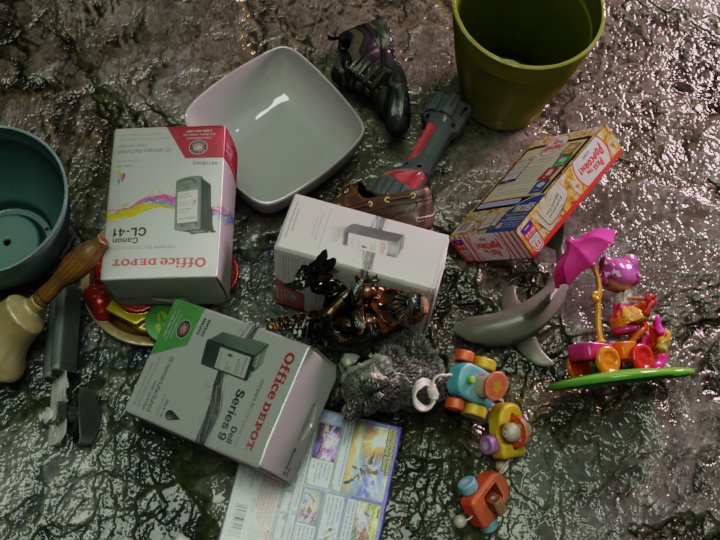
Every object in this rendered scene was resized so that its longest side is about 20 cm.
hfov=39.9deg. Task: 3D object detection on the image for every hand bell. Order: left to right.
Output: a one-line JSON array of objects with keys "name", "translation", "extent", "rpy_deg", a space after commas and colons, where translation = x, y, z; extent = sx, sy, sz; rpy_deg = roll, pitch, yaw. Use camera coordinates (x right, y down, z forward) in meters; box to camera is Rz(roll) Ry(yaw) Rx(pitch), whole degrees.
[{"name": "hand bell", "translation": [-0.368, 0.029, 1.159], "extent": [0.199, 0.104, 0.105], "rpy_deg": [-39, 69, 12]}]

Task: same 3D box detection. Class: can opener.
[{"name": "can opener", "translation": [-0.354, 0.117, 1.202], "extent": [0.066, 0.052, 0.203], "rpy_deg": [11, 61, -37]}]

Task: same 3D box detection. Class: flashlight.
[{"name": "flashlight", "translation": [0.077, -0.157, 1.341], "extent": [0.067, 0.068, 0.202], "rpy_deg": [39, 61, -20]}]

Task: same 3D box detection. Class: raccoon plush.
[{"name": "raccoon plush", "translation": [0.066, 0.140, 1.145], "extent": [0.197, 0.098, 0.134], "rpy_deg": [17, 23, 5]}]

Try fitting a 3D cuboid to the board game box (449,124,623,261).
[{"name": "board game box", "translation": [0.222, -0.098, 1.271], "extent": [0.200, 0.151, 0.046], "rpy_deg": [-47, 109, -20]}]

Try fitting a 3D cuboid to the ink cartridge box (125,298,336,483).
[{"name": "ink cartridge box", "translation": [-0.146, 0.134, 1.131], "extent": [0.197, 0.084, 0.148], "rpy_deg": [16, 74, 28]}]

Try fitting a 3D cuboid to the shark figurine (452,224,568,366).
[{"name": "shark figurine", "translation": [0.228, 0.026, 1.250], "extent": [0.127, 0.090, 0.215], "rpy_deg": [36, 70, 12]}]

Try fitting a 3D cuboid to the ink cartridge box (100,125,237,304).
[{"name": "ink cartridge box", "translation": [-0.229, -0.068, 1.205], "extent": [0.145, 0.086, 0.204], "rpy_deg": [-2, 67, 2]}]

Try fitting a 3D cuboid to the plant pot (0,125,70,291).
[{"name": "plant pot", "translation": [-0.448, -0.057, 1.224], "extent": [0.196, 0.135, 0.204], "rpy_deg": [1, 65, -3]}]

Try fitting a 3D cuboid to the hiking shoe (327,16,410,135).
[{"name": "hiking shoe", "translation": [0.012, -0.262, 1.388], "extent": [0.099, 0.076, 0.203], "rpy_deg": [-14, 57, 0]}]

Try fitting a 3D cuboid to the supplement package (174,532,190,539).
[{"name": "supplement package", "translation": [-0.148, 0.394, 1.037], "extent": [0.199, 0.118, 0.117], "rpy_deg": [37, 67, 14]}]

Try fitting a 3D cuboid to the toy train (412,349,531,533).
[{"name": "toy train", "translation": [0.142, 0.193, 1.135], "extent": [0.150, 0.055, 0.203], "rpy_deg": [-37, 109, -36]}]

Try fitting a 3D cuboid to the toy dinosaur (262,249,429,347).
[{"name": "toy dinosaur", "translation": [-0.024, 0.055, 1.143], "extent": [0.198, 0.135, 0.103], "rpy_deg": [-32, 62, 19]}]

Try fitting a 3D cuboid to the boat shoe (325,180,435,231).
[{"name": "boat shoe", "translation": [0.003, -0.079, 1.258], "extent": [0.197, 0.072, 0.070], "rpy_deg": [2, 19, 24]}]

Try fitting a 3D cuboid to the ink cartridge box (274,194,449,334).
[{"name": "ink cartridge box", "translation": [0.000, 0.000, 1.214], "extent": [0.197, 0.146, 0.086], "rpy_deg": [17, 61, 5]}]

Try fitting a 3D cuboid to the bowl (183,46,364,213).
[{"name": "bowl", "translation": [-0.115, -0.179, 1.333], "extent": [0.199, 0.075, 0.200], "rpy_deg": [-37, 72, -19]}]

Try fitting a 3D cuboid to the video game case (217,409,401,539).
[{"name": "video game case", "translation": [-0.058, 0.262, 1.144], "extent": [0.178, 0.046, 0.203], "rpy_deg": [12, 65, 4]}]

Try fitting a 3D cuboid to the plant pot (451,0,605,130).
[{"name": "plant pot", "translation": [0.208, -0.295, 1.338], "extent": [0.196, 0.194, 0.204], "rpy_deg": [1, 64, -3]}]

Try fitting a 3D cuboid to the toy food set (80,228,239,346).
[{"name": "toy food set", "translation": [-0.256, 0.000, 1.255], "extent": [0.195, 0.049, 0.202], "rpy_deg": [24, 66, 8]}]

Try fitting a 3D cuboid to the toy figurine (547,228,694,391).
[{"name": "toy figurine", "translation": [0.308, 0.042, 1.196], "extent": [0.197, 0.150, 0.188], "rpy_deg": [-1, 79, -27]}]
